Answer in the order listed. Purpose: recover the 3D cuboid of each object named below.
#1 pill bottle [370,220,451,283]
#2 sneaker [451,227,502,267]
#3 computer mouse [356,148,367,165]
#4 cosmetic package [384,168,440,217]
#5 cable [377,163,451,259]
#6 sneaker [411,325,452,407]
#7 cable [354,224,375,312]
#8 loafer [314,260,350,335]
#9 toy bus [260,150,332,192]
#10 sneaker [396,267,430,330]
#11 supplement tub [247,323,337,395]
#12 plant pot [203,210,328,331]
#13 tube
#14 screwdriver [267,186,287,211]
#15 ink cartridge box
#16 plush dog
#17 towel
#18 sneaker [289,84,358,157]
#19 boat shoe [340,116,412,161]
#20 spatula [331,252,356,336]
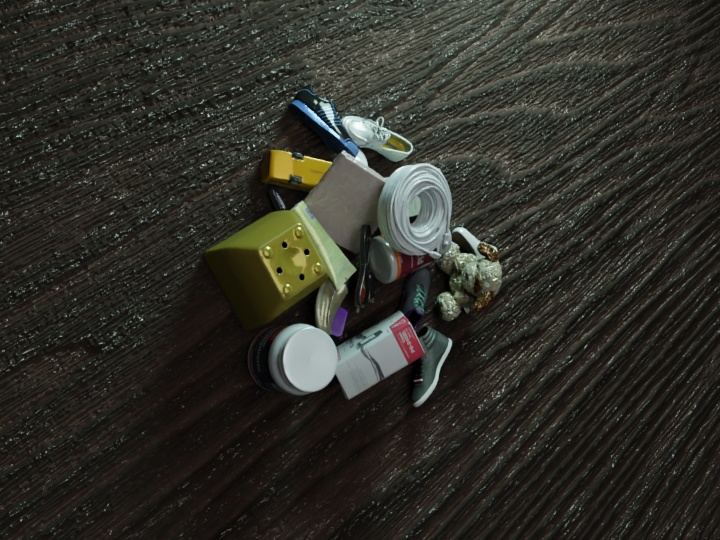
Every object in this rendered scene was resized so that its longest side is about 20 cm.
[{"bbox_3d":[0.121,-0.055,1.596,0.197,0.113,0.117,-24,96,-30],"label":"pill bottle"},{"bbox_3d":[0.309,-0.053,1.736,0.201,0.072,0.085,50,59,-28],"label":"sneaker"},{"bbox_3d":[-0.015,-0.202,1.574,0.107,0.044,0.206,5,82,-28],"label":"computer mouse"},{"bbox_3d":[0.115,-0.184,1.610,0.197,0.072,0.107,-15,97,-40],"label":"cosmetic package"},{"bbox_3d":[0.125,-0.136,1.469,0.197,0.068,0.206,8,96,-41],"label":"cable"},{"bbox_3d":[0.147,0.227,1.609,0.099,0.070,0.203,38,62,-19],"label":"sneaker"},{"bbox_3d":[0.000,0.000,1.516,0.097,0.049,0.205,-39,126,-56],"label":"cable"},{"bbox_3d":[-0.062,0.053,1.485,0.066,0.076,0.206,4,75,5],"label":"loafer"},{"bbox_3d":[-0.124,-0.218,1.493,0.196,0.078,0.067,8,79,-29],"label":"toy bus"},{"bbox_3d":[0.141,0.083,1.607,0.074,0.087,0.204,31,70,-23],"label":"sneaker"},{"bbox_3d":[-0.143,0.185,1.366,0.137,0.199,0.145,4,82,-29],"label":"supplement tub"},{"bbox_3d":[-0.179,-0.009,1.369,0.194,0.199,0.197,-34,101,-27],"label":"plant pot"},{"bbox_3d":[-0.089,-0.057,1.453,0.058,0.052,0.201,-37,99,3],"label":"tube"},{"bbox_3d":[-0.158,-0.095,1.486,0.029,0.027,0.204,-31,98,-58],"label":"screwdriver"},{"bbox_3d":[0.031,0.185,1.461,0.197,0.145,0.085,-29,99,-2],"label":"ink cartridge box"},{"bbox_3d":[0.290,0.027,1.649,0.157,0.171,0.206,8,80,-27],"label":"plush dog"},{"bbox_3d":[-0.027,-0.151,1.487,0.188,0.201,0.033,26,29,-30],"label":"towel"},{"bbox_3d":[-0.071,-0.349,1.535,0.199,0.070,0.079,41,70,-11],"label":"sneaker"},{"bbox_3d":[0.045,-0.326,1.598,0.199,0.085,0.076,23,74,-26],"label":"boat shoe"},{"bbox_3d":[-0.043,0.051,1.541,0.055,0.021,0.205,17,71,-2],"label":"spatula"}]
